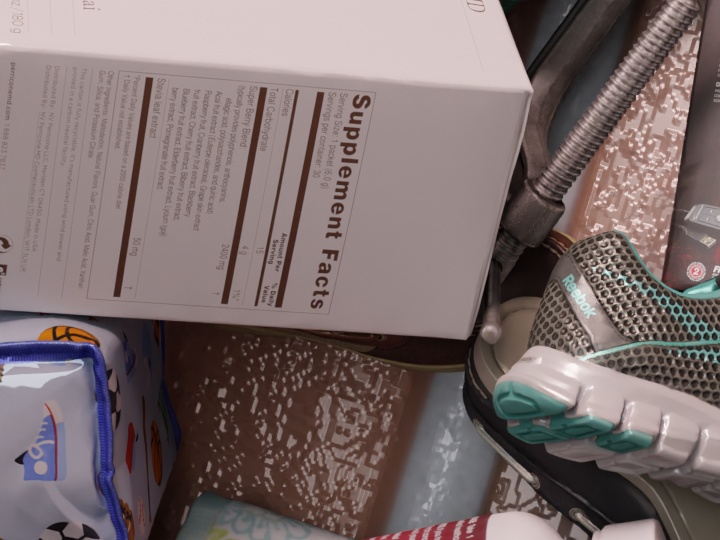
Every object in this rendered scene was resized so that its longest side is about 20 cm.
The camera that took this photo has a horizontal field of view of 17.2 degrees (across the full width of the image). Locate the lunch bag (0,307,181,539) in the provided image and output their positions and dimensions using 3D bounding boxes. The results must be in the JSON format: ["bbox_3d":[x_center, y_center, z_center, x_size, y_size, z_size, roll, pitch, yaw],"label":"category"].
[{"bbox_3d":[-0.183,0.057,0.960,0.198,0.170,0.125,-5,103,5],"label":"lunch bag"}]

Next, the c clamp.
[{"bbox_3d":[0.103,-0.079,0.965,0.027,0.171,0.201,30,106,-14],"label":"c clamp"}]

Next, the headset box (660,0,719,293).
[{"bbox_3d":[0.214,-0.074,0.982,0.147,0.075,0.202,8,82,17],"label":"headset box"}]

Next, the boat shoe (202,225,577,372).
[{"bbox_3d":[0.000,0.000,1.027,0.198,0.072,0.073,7,82,15],"label":"boat shoe"}]

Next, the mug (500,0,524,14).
[{"bbox_3d":[0.064,-0.181,1.017,0.114,0.186,0.152,32,56,16],"label":"mug"}]

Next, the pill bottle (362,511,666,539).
[{"bbox_3d":[0.026,0.157,0.923,0.198,0.113,0.114,-13,76,11],"label":"pill bottle"}]

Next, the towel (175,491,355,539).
[{"bbox_3d":[-0.026,0.214,1.008,0.170,0.048,0.202,18,84,14],"label":"towel"}]

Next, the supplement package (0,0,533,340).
[{"bbox_3d":[-0.049,-0.060,0.920,0.198,0.121,0.122,4,35,-13],"label":"supplement package"}]

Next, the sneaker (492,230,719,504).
[{"bbox_3d":[0.151,0.044,0.923,0.199,0.077,0.092,22,72,-21],"label":"sneaker"}]

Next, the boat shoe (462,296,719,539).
[{"bbox_3d":[0.124,0.092,0.991,0.200,0.063,0.073,39,58,6],"label":"boat shoe"}]
